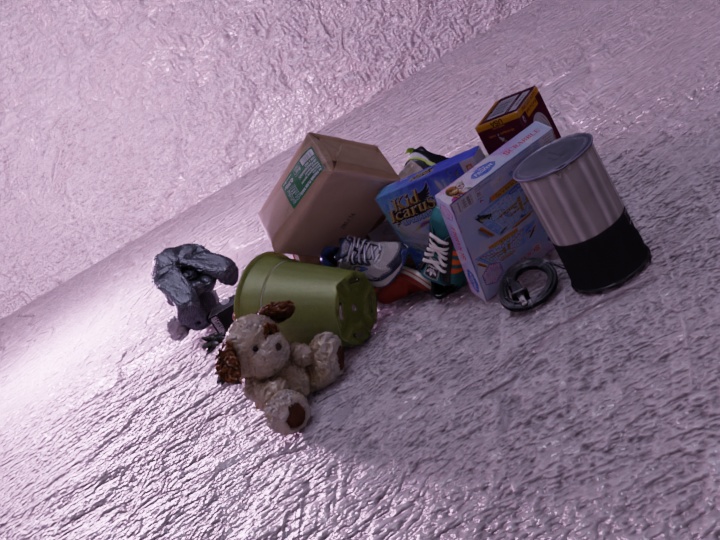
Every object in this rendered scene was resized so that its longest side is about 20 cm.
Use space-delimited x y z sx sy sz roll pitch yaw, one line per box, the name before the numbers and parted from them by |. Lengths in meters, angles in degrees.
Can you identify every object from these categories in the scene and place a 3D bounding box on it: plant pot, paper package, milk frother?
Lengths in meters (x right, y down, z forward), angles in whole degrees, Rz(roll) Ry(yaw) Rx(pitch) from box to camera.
plant pot | -0.079 0.065 1.564 0.189 0.201 0.200 -1 33 35
paper package | -0.054 -0.124 1.617 0.190 0.104 0.200 3 -45 -45
milk frother | 0.258 -0.058 1.266 0.199 0.189 0.180 -34 17 -6

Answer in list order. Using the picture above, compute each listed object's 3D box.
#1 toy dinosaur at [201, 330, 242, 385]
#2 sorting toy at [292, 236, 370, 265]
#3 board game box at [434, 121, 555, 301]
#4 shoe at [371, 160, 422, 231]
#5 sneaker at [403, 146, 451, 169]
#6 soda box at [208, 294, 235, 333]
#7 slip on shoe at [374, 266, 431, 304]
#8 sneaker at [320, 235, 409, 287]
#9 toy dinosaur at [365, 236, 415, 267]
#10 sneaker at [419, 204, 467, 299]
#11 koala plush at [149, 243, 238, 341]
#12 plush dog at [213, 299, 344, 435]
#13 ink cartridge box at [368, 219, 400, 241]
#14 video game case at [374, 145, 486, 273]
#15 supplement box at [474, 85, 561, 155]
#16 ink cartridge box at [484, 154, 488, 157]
toy dinosaur | -0.208 0.154 1.702 0.135 0.103 0.200 -11 5 16
sorting toy | -0.057 -0.078 1.819 0.198 0.201 0.069 -38 46 -18
board game box | 0.225 -0.086 1.380 0.200 0.200 0.041 -36 39 -13
shoe | 0.044 -0.131 1.708 0.200 0.053 0.070 -37 14 27
sneaker | 0.175 -0.180 1.724 0.072 0.199 0.083 -57 10 50
soda box | -0.222 0.068 1.953 0.199 0.064 0.071 -29 18 10
slip on shoe | 0.055 0.029 1.600 0.199 0.074 0.062 -2 64 50
sneaker | 0.000 -0.019 1.570 0.199 0.085 0.077 -13 50 51
toy dinosaur | 0.000 0.000 1.735 0.200 0.086 0.136 -37 24 3
sneaker | 0.132 -0.022 1.436 0.071 0.200 0.080 34 70 30
koala plush | -0.375 0.058 2.064 0.183 0.201 0.177 31 58 27
plush dog | -0.144 0.144 1.434 0.160 0.172 0.200 -16 25 42
ink cartridge box | 0.126 -0.115 1.810 0.200 0.088 0.145 -42 19 -33
video game case | 0.152 -0.089 1.537 0.199 0.182 0.046 -21 21 32
supplement box | 0.287 -0.190 1.545 0.085 0.201 0.110 -16 23 38
ink cartridge box | 0.171 -0.107 1.659 0.199 0.117 0.067 -29 16 12
